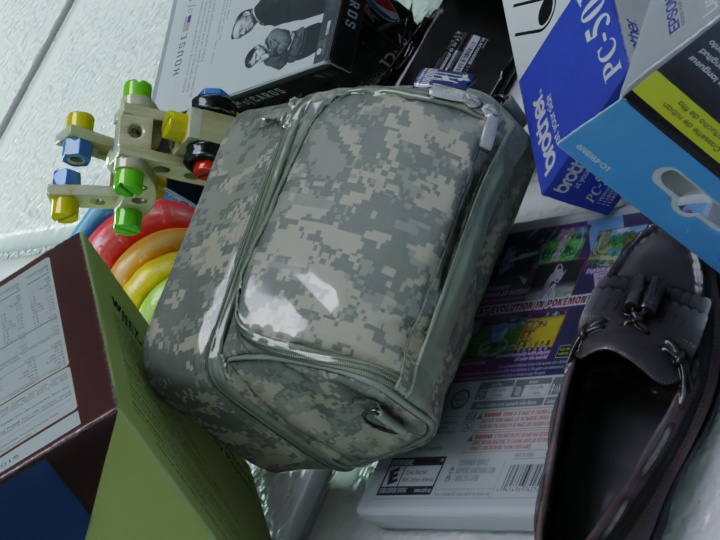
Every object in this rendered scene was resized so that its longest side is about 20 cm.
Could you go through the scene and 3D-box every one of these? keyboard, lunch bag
[{"bbox_3d":[0.062,-0.126,1.488,0.104,0.040,0.201,21,75,39],"label":"keyboard"},{"bbox_3d":[0.000,0.000,1.278,0.167,0.139,0.201,-6,54,44],"label":"lunch bag"}]

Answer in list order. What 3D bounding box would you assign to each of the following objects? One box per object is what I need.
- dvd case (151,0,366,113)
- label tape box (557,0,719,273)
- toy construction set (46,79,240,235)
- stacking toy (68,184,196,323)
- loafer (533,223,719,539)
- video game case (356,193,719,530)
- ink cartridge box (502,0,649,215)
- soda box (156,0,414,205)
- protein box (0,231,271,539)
[{"bbox_3d":[-0.062,-0.178,1.564,0.200,0.025,0.151,-13,59,50],"label":"dvd case"},{"bbox_3d":[0.206,-0.093,1.072,0.200,0.143,0.066,-38,31,31],"label":"label tape box"},{"bbox_3d":[-0.088,-0.066,1.491,0.131,0.199,0.093,-41,56,58],"label":"toy construction set"},{"bbox_3d":[-0.109,0.034,1.515,0.110,0.116,0.200,-54,38,7],"label":"stacking toy"},{"bbox_3d":[0.124,0.062,1.099,0.072,0.063,0.201,9,66,22],"label":"loafer"},{"bbox_3d":[0.093,0.050,1.231,0.200,0.023,0.183,-9,52,57],"label":"video game case"},{"bbox_3d":[0.122,-0.134,1.271,0.094,0.044,0.201,-57,27,37],"label":"ink cartridge box"},{"bbox_3d":[-0.053,-0.113,1.604,0.200,0.071,0.063,-42,28,25],"label":"soda box"},{"bbox_3d":[-0.149,0.127,1.311,0.135,0.199,0.200,-30,30,4],"label":"protein box"}]
